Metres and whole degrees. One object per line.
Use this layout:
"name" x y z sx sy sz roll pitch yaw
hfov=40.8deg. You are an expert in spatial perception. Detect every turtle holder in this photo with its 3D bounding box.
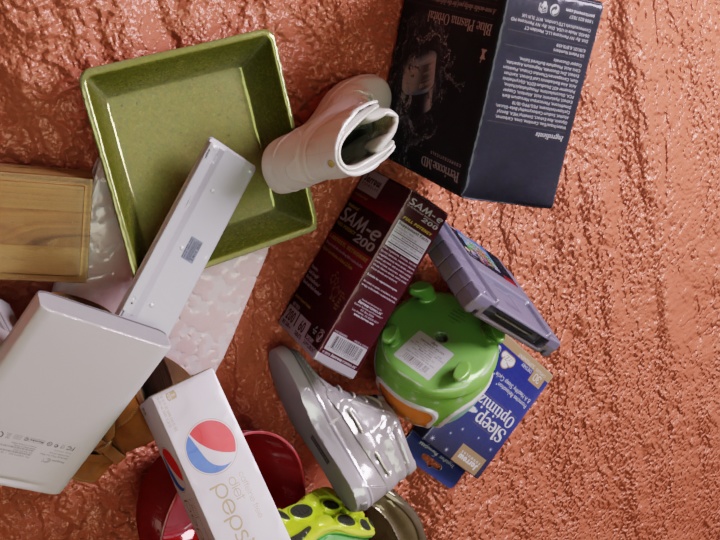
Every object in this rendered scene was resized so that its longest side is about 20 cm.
"turtle holder" 0.087 0.095 1.118 0.138 0.187 0.133 11 135 2

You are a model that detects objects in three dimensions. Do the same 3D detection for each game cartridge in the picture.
"game cartridge" 0.144 0.017 1.085 0.038 0.131 0.199 -39 143 18

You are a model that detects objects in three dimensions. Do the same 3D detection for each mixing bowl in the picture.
"mixing bowl" -0.163 0.252 1.031 0.198 0.107 0.204 -18 115 -43

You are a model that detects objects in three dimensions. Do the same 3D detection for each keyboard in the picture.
"keyboard" -0.164 -0.023 0.899 0.056 0.011 0.203 33 79 -34

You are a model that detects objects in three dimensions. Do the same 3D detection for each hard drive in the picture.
"hard drive" -0.277 0.116 0.863 0.131 0.026 0.201 23 114 -40

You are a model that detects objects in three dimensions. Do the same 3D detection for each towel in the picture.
"towel" -0.203 0.003 0.979 0.197 0.032 0.194 19 100 -31

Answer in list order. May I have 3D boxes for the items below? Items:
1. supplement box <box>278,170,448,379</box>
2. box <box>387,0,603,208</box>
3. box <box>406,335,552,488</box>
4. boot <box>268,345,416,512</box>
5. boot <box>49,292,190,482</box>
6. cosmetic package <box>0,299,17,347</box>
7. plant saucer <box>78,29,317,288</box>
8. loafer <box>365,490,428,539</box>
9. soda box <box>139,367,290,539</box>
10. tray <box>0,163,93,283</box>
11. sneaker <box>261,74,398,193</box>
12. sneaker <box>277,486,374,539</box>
"supplement box" 0.000 0.000 1.039 0.060 0.109 0.202 29 93 -32
"box" 0.121 -0.190 0.980 0.115 0.196 0.204 3 107 -27
"box" 0.148 0.181 1.230 0.121 0.032 0.201 38 89 -33
"boot" -0.019 0.158 1.076 0.095 0.074 0.202 -27 83 -27
"boot" -0.272 0.124 0.937 0.154 0.074 0.200 -40 127 7
"cosmetic package" -0.398 0.104 0.850 0.199 0.085 0.108 -40 151 -3
"plant saucer" -0.155 -0.109 0.927 0.197 0.048 0.204 -20 104 -28
"loafer" 0.043 0.332 1.203 0.067 0.076 0.202 -40 122 -16
"soda box" -0.133 0.200 0.908 0.067 0.064 0.203 -23 85 -28
"tray" -0.344 -0.045 0.866 0.196 0.037 0.101 2 107 -20
"sneaker" 0.004 -0.140 0.945 0.200 0.114 0.075 -49 122 -41
"sneaker" -0.060 0.290 1.039 0.198 0.074 0.084 2 126 -53
